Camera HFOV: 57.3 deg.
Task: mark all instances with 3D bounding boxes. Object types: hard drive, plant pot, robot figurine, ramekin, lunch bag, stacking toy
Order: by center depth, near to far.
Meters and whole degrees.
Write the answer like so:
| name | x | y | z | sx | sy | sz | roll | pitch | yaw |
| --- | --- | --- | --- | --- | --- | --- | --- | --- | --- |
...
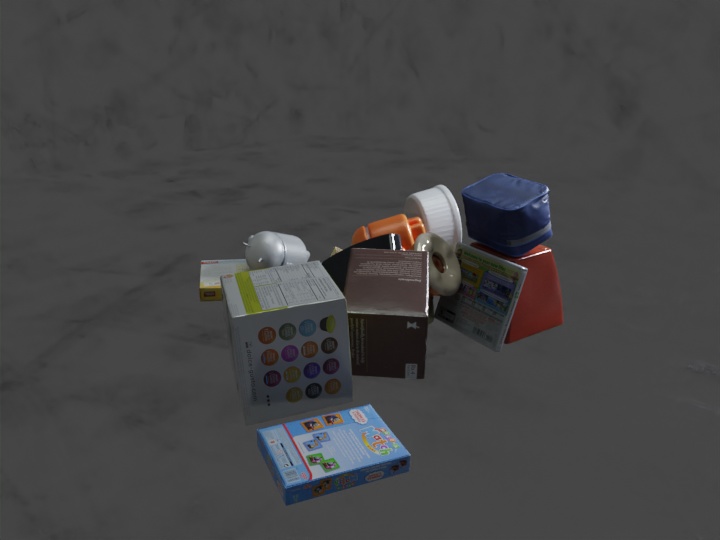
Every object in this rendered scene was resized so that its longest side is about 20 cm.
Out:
| name | x | y | z | sx | sy | sz | roll | pitch | yaw |
| --- | --- | --- | --- | --- | --- | --- | --- | --- | --- |
| hard drive | 0.000 | 0.000 | 1.439 | 0.198 | 0.042 | 0.136 | -22 | 52 | 24 |
| lunch bag | 0.316 | -0.119 | 1.450 | 0.135 | 0.134 | 0.200 | -26 | 31 | -21 |
| stacking toy | 0.112 | 0.019 | 1.465 | 0.199 | 0.147 | 0.146 | -31 | -3 | 38 |
| plant pot | 0.334 | 0.027 | 1.496 | 0.198 | 0.179 | 0.199 | -12 | 25 | -33 |
| robot figurine | 0.063 | -0.068 | 1.617 | 0.197 | 0.117 | 0.145 | -17 | 64 | 1 |
| robot figurine | -0.215 | -0.039 | 1.680 | 0.169 | 0.114 | 0.199 | 32 | 13 | 29 |
| ramekin | 0.192 | -0.127 | 1.811 | 0.096 | 0.203 | 0.201 | -11 | 23 | -14 |

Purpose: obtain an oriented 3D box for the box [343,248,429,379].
| name | x | y | z | sx | sy | sz | roll | pitch | yaw |
| --- | --- | --- | --- | --- | --- | --- | --- | --- | --- |
| box | 0.051 | 0.080 | 1.290 | 0.162 | 0.168 | 0.201 | 3 | 37 | 4 |

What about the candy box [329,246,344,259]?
| name | x | y | z | sx | sy | sz | roll | pitch | yaw |
| --- | --- | --- | --- | --- | --- | --- | --- | --- | --- |
| candy box | -0.022 | 0.018 | 1.614 | 0.114 | 0.056 | 0.200 | 25 | 17 | -11 |

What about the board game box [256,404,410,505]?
| name | x | y | z | sx | sy | sz | roll | pitch | yaw |
| --- | --- | --- | --- | --- | --- | --- | --- | --- | --- |
| board game box | -0.044 | 0.277 | 1.016 | 0.198 | 0.037 | 0.151 | -8 | 23 | -22 |

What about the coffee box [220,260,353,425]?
| name | x | y | z | sx | sy | sz | roll | pitch | yaw |
| --- | --- | --- | --- | --- | --- | --- | --- | --- | --- |
| coffee box | -0.134 | 0.119 | 1.178 | 0.195 | 0.202 | 0.200 | -9 | 21 | -15 |

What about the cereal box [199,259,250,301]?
| name | x | y | z | sx | sy | sz | roll | pitch | yaw |
| --- | --- | --- | --- | --- | --- | --- | --- | --- | --- |
| cereal box | -0.332 | 0.022 | 1.664 | 0.142 | 0.040 | 0.200 | -2 | 20 | -11 |

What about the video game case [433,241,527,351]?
| name | x | y | z | sx | sy | sz | roll | pitch | yaw |
| --- | --- | --- | --- | --- | --- | --- | --- | --- | --- |
| video game case | 0.255 | 0.052 | 1.424 | 0.022 | 0.184 | 0.199 | 9 | 12 | -38 |

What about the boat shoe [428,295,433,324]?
| name | x | y | z | sx | sy | sz | roll | pitch | yaw |
| --- | --- | --- | --- | --- | --- | --- | --- | --- | --- |
| boat shoe | 0.087 | 0.101 | 1.447 | 0.199 | 0.064 | 0.073 | -14 | 26 | -36 |

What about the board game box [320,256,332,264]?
| name | x | y | z | sx | sy | sz | roll | pitch | yaw |
| --- | --- | --- | --- | --- | --- | --- | --- | --- | --- |
| board game box | -0.059 | -0.007 | 1.777 | 0.095 | 0.030 | 0.199 | 13 | 22 | 28 |
